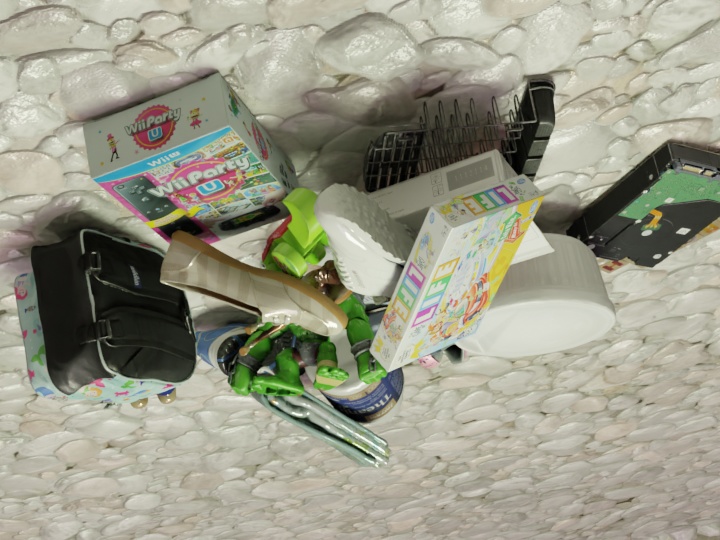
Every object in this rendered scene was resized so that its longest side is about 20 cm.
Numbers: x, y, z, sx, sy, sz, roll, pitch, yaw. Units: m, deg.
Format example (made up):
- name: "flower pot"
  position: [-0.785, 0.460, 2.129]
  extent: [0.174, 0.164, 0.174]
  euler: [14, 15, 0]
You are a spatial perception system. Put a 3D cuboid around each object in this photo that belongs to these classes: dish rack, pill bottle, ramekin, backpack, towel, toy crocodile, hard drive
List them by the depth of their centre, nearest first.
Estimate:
- name: "toy crocodile"
  position: [-0.071, -0.024, 1.403]
  extent: [0.068, 0.062, 0.200]
  euler: [-46, 178, -20]
- name: "dish rack"
  position: [0.099, -0.127, 1.412]
  extent: [0.197, 0.055, 0.154]
  euler: [-6, 153, -8]
- name: "backpack"
  position: [-0.270, 0.058, 1.486]
  extent: [0.149, 0.180, 0.199]
  euler: [-22, 163, 28]
- name: "hard drive"
  position: [0.358, -0.075, 1.637]
  extent: [0.138, 0.038, 0.200]
  euler: [8, 147, -28]
- name: "ramekin"
  position: [0.203, 0.029, 1.652]
  extent: [0.199, 0.096, 0.203]
  euler: [-5, 159, -2]
- name: "pill bottle"
  position: [-0.001, 0.142, 1.849]
  extent: [0.110, 0.112, 0.200]
  euler: [-16, 155, 8]
- name: "towel"
  position: [-0.062, 0.203, 1.852]
  extent: [0.199, 0.049, 0.171]
  euler: [33, 171, -10]

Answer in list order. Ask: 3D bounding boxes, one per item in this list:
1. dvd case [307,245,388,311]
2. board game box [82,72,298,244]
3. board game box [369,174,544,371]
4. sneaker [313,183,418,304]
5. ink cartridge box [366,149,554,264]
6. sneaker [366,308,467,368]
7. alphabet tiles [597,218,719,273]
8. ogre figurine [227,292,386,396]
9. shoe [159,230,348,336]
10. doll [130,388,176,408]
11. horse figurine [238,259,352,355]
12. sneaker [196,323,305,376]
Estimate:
- name: "dvd case"
  position: [0.000, 0.000, 1.624]
  extent: [0.141, 0.018, 0.199]
  euler: [-15, 152, 31]
- name: "board game box"
  position: [-0.160, -0.099, 1.343]
  extent: [0.146, 0.065, 0.200]
  euler: [-19, 154, 12]
- name: "board game box"
  position: [0.095, 0.004, 1.371]
  extent: [0.133, 0.034, 0.201]
  euler: [-20, 145, -38]
- name: "sneaker"
  position: [0.003, -0.017, 1.351]
  extent: [0.080, 0.077, 0.200]
  euler: [-29, 146, 17]
- name: "ink cartridge box"
  position: [0.088, -0.044, 1.464]
  extent: [0.198, 0.045, 0.176]
  euler: [-18, 152, 19]
- name: "sneaker"
  position: [0.074, 0.086, 1.763]
  extent: [0.198, 0.083, 0.070]
  euler: [-1, 169, -44]
- name: "alphabet tiles"
  position: [0.373, -0.050, 1.744]
  extent: [0.199, 0.008, 0.166]
  euler: [-30, 149, 32]
- name: "ogre figurine"
  position: [-0.065, 0.086, 1.652]
  extent: [0.199, 0.121, 0.098]
  euler: [-20, 145, 38]
- name: "shoe"
  position: [-0.108, 0.025, 1.371]
  extent: [0.198, 0.054, 0.070]
  euler: [24, 162, 5]
- name: "doll"
  position: [-0.282, 0.123, 1.760]
  extent: [0.134, 0.049, 0.201]
  euler: [-9, 155, -9]
- name: "horse figurine"
  position: [-0.060, 0.029, 1.509]
  extent: [0.132, 0.050, 0.199]
  euler: [-41, -172, -39]
- name: "sneaker"
  position: [-0.134, 0.096, 1.766]
  extent: [0.076, 0.077, 0.199]
  euler: [16, -177, 36]
